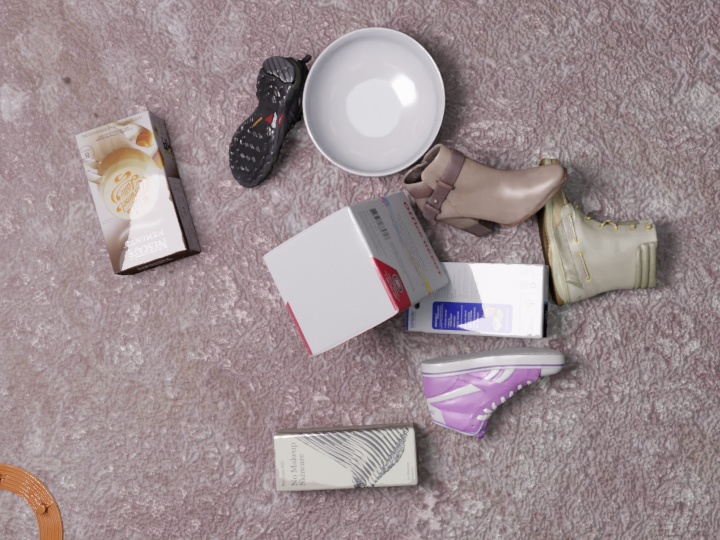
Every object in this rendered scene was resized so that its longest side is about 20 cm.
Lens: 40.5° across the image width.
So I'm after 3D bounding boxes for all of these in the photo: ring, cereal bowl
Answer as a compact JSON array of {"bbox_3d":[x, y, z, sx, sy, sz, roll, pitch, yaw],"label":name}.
[{"bbox_3d":[-0.528,0.383,1.412,0.196,0.019,0.205,0,89,4],"label":"ring"},{"bbox_3d":[0.018,-0.228,1.356,0.196,0.083,0.205,0,90,0],"label":"cereal bowl"}]

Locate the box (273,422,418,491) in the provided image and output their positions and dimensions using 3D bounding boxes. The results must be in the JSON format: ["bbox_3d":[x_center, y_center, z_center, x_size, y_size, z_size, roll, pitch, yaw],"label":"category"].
[{"bbox_3d":[-0.019,0.258,1.355,0.196,0.068,0.084,-5,88,3],"label":"box"}]

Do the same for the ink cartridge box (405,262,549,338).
[{"bbox_3d":[0.159,0.039,1.347,0.196,0.039,0.102,3,89,23],"label":"ink cartridge box"}]

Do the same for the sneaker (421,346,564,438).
[{"bbox_3d":[0.188,0.169,1.348,0.197,0.073,0.117,-9,91,14],"label":"sneaker"}]

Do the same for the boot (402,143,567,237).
[{"bbox_3d":[0.156,-0.119,1.302,0.145,0.071,0.199,34,134,-22],"label":"boot"}]

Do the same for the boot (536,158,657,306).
[{"bbox_3d":[0.324,-0.063,1.341,0.151,0.072,0.204,-9,93,4],"label":"boot"}]

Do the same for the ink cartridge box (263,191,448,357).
[{"bbox_3d":[0.000,0.000,1.281,0.143,0.199,0.147,-29,87,26],"label":"ink cartridge box"}]

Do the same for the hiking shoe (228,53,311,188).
[{"bbox_3d":[-0.117,-0.206,1.370,0.075,0.100,0.202,36,120,16],"label":"hiking shoe"}]

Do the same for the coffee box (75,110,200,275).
[{"bbox_3d":[-0.312,-0.107,1.380,0.112,0.080,0.204,-18,87,3],"label":"coffee box"}]
